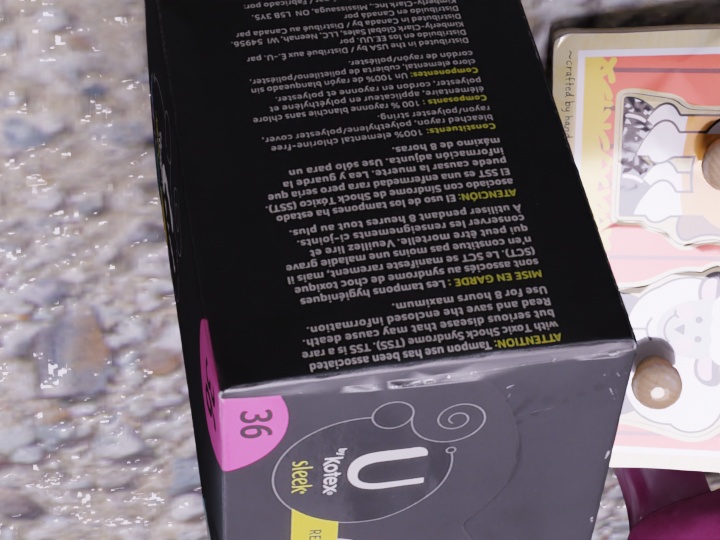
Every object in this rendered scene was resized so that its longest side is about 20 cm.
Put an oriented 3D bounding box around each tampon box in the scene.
[{"bbox_3d":[0.000,0.000,0.654,0.126,0.200,0.150,-6,140,-7],"label":"tampon box"}]

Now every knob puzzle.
[{"bbox_3d":[0.172,-0.002,0.734,0.219,0.030,0.220,1,109,3],"label":"knob puzzle"}]

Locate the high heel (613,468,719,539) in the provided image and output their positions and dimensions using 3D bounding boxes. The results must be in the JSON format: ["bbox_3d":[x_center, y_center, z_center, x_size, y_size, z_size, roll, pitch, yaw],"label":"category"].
[{"bbox_3d":[0.226,0.120,0.939,0.199,0.096,0.067,-3,140,-11],"label":"high heel"}]

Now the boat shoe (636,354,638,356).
[{"bbox_3d":[0.024,0.027,0.816,0.199,0.072,0.068,-19,104,19],"label":"boat shoe"}]
